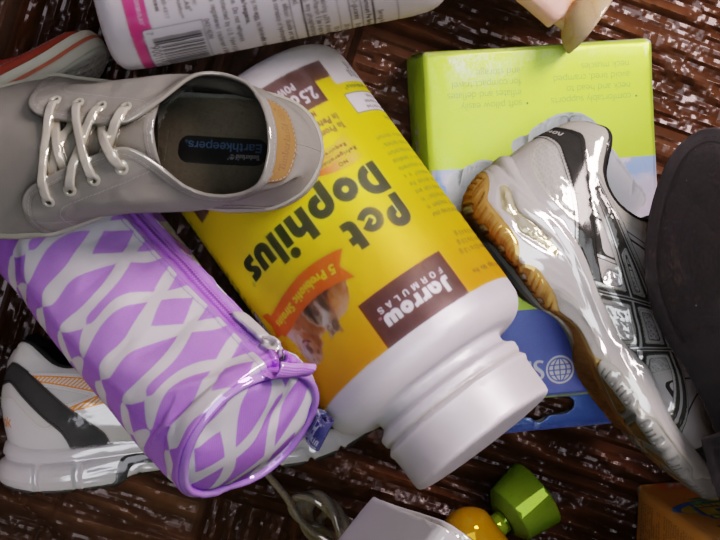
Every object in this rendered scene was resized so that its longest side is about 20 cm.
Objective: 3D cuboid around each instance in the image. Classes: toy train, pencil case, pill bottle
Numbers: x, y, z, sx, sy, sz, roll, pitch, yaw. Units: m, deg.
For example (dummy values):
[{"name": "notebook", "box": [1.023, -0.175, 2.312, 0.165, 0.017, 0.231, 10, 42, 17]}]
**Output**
[{"name": "toy train", "box": [0.052, 0.140, 0.956, 0.116, 0.085, 0.201, -40, 99, -13]}, {"name": "pencil case", "box": [-0.102, 0.015, 0.869, 0.200, 0.084, 0.086, 44, 126, 28]}, {"name": "pill bottle", "box": [-0.022, -0.163, 0.833, 0.198, 0.113, 0.115, -11, 97, 0]}, {"name": "pill bottle", "box": [0.000, 0.000, 0.889, 0.109, 0.109, 0.201, -36, 79, -3]}]

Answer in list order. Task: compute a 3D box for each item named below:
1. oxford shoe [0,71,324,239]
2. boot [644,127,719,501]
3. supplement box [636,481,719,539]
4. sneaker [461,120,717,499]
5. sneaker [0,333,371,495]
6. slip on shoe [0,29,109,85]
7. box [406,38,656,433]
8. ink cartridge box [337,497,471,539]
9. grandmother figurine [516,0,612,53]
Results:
[{"name": "oxford shoe", "box": [-0.116, -0.054, 0.829, 0.198, 0.058, 0.076, -1, 84, 9]}, {"name": "boot", "box": [0.220, 0.025, 0.916, 0.068, 0.199, 0.190, -23, 80, 32]}, {"name": "supplement box", "box": [0.189, 0.151, 0.911, 0.066, 0.200, 0.070, -3, 93, -7]}, {"name": "sneaker", "box": [0.137, 0.018, 0.907, 0.087, 0.076, 0.201, -38, 103, -8]}, {"name": "sneaker", "box": [-0.083, 0.061, 0.930, 0.198, 0.074, 0.081, -5, 92, -9]}, {"name": "slip on shoe", "box": [-0.217, -0.078, 0.901, 0.198, 0.074, 0.062, -22, 81, -6]}, {"name": "box", "box": [0.091, -0.014, 0.959, 0.121, 0.048, 0.202, -5, 95, -7]}, {"name": "ink cartridge box", "box": [0.008, 0.218, 0.770, 0.146, 0.083, 0.200, 44, 77, -17]}, {"name": "grandmother figurine", "box": [0.046, -0.197, 0.919, 0.199, 0.061, 0.122, 36, 48, -3]}]
